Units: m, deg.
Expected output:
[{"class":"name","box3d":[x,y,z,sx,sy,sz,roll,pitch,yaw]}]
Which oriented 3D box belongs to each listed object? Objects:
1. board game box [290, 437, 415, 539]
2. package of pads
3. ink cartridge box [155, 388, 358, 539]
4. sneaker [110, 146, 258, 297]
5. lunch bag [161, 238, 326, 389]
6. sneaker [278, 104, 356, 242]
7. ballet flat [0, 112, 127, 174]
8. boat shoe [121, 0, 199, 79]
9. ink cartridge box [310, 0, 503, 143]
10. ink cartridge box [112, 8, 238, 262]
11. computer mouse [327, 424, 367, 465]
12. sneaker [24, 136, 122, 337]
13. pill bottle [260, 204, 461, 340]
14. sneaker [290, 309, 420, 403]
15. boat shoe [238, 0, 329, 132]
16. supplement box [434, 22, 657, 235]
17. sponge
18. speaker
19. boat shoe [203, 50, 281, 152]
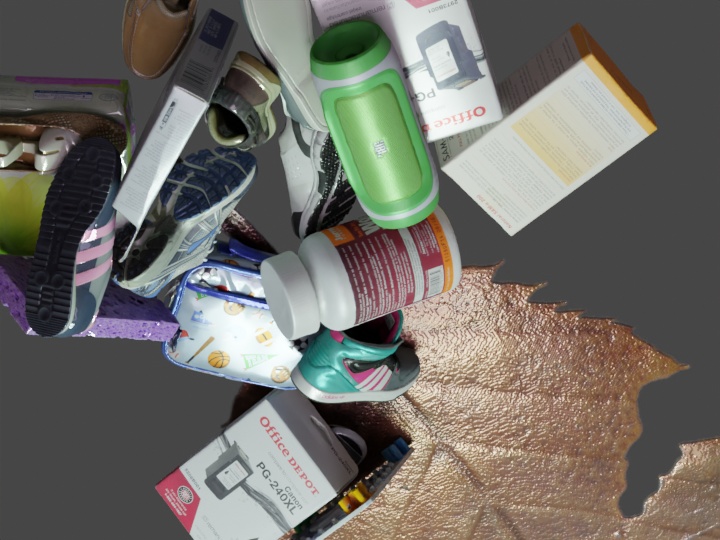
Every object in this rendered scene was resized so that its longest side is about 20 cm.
[{"class":"board game box","box3d":[-0.038,0.294,1.808,0.200,0.200,0.026,-39,89,21]},{"class":"package of pads","box3d":[-0.310,-0.106,1.547,0.154,0.068,0.201,2,127,-6]},{"class":"ink cartridge box","box3d":[-0.125,0.252,1.786,0.200,0.083,0.145,-39,86,22]},{"class":"sneaker","box3d":[-0.185,-0.051,1.582,0.200,0.077,0.085,-43,151,-9]},{"class":"lunch bag","box3d":[-0.129,0.047,1.677,0.199,0.076,0.161,14,122,-17]},{"class":"sneaker","box3d":[-0.049,-0.113,1.579,0.074,0.080,0.201,-33,151,-33]},{"class":"ballet flat","box3d":[-0.331,-0.118,1.453,0.199,0.065,0.071,-1,123,-3]},{"class":"boat shoe","box3d":[-0.188,-0.264,1.435,0.071,0.076,0.201,13,125,-15]},{"class":"ink cartridge box","box3d":[0.048,-0.228,1.480,0.144,0.085,0.201,-17,127,9]},{"class":"ink cartridge box","box3d":[-0.192,-0.137,1.454,0.040,0.200,0.200,26,119,-11]},{"class":"computer mouse","box3d":[-0.074,0.246,1.852,0.200,0.044,0.110,-32,116,23]},{"class":"sneaker","box3d":[-0.271,-0.032,1.455,0.070,0.082,0.201,20,95,22]},{"class":"pill bottle","box3d":[0.000,0.000,1.596,0.199,0.110,0.110,-19,130,-18]},{"class":"sneaker","box3d":[0.020,0.082,1.681,0.199,0.084,0.121,-4,137,-50]},{"class":"boat shoe","box3d":[-0.079,-0.221,1.429,0.073,0.062,0.201,-45,127,-25]},{"class":"supplement box","box3d":[0.193,-0.147,1.563,0.200,0.074,0.126,-36,122,20]},{"class":"sponge","box3d":[-0.296,0.030,1.569,0.199,0.112,0.030,8,118,-51]},{"class":"speaker","box3d":[0.015,-0.140,1.440,0.088,0.089,0.201,-17,127,7]},{"class":"boat shoe","box3d":[-0.125,-0.156,1.467,0.072,0.201,0.066,41,75,1]}]
